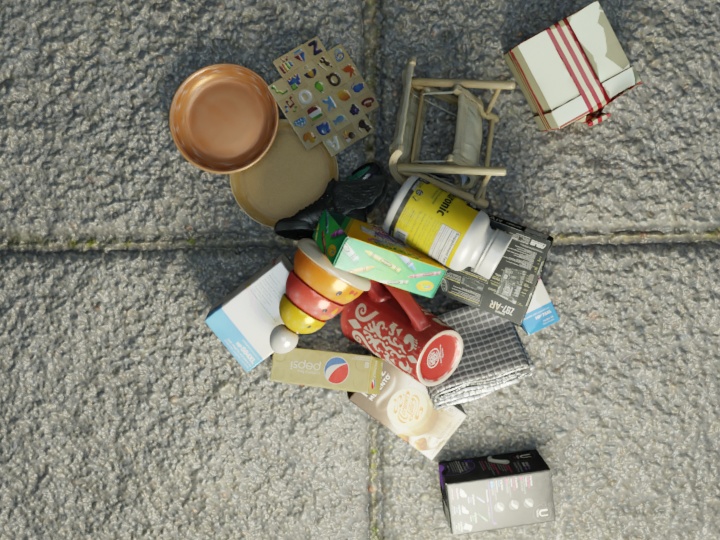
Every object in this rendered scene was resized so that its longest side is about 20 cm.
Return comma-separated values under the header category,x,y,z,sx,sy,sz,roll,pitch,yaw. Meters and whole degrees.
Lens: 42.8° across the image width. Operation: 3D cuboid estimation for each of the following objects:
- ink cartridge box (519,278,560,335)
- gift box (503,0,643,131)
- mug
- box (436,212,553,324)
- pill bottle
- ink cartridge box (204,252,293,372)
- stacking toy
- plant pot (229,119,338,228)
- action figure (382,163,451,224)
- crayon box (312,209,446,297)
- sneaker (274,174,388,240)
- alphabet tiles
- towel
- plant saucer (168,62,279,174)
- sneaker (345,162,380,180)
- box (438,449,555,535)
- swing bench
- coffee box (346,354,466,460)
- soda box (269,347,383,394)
category,x,y,z,sx,sy,sz,roll,pitch,yaw
ink cartridge box,0.287,0.008,1.694,0.067,0.116,0.200,-26,99,2
gift box,0.386,-0.351,1.614,0.200,0.185,0.187,-27,96,8
mug,0.065,0.102,1.612,0.133,0.200,0.178,-51,136,-5
box,0.218,-0.016,1.613,0.200,0.044,0.160,21,108,14
pill bottle,0.148,-0.068,1.541,0.200,0.111,0.111,30,96,8
ink cartridge box,-0.163,0.066,1.678,0.200,0.129,0.125,-37,99,3
stacking toy,-0.089,0.058,1.570,0.146,0.146,0.200,32,98,-6
plant pot,-0.139,-0.175,1.683,0.200,0.027,0.200,0,90,2
action figure,0.101,-0.090,1.674,0.102,0.119,0.200,18,90,33
crayon box,0.031,-0.028,1.538,0.200,0.119,0.058,18,108,-29
sneaker,-0.052,-0.113,1.617,0.199,0.060,0.104,-2,72,13
alphabet tiles,-0.065,-0.315,1.662,0.166,0.006,0.200,-35,98,-17
towel,0.201,0.147,1.680,0.200,0.166,0.086,-19,140,2
plant saucer,-0.244,-0.272,1.658,0.200,0.037,0.201,0,89,5
sneaker,-0.018,-0.108,1.697,0.088,0.074,0.200,39,105,-19
box,0.257,0.421,1.749,0.200,0.122,0.106,-8,98,-1
swing bench,0.152,-0.241,1.609,0.200,0.130,0.199,12,65,-3
coffee box,0.086,0.250,1.739,0.200,0.080,0.114,36,95,-7
soda box,-0.063,0.182,1.687,0.200,0.064,0.068,4,82,22
